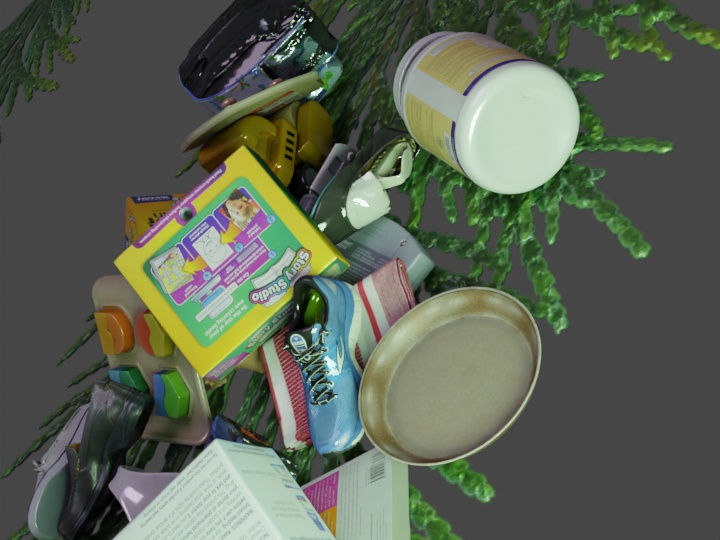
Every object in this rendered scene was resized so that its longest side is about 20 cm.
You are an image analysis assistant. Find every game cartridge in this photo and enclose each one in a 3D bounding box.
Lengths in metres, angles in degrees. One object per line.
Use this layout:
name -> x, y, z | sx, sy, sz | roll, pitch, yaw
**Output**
game cartridge -> 0.000, 0.000, 1.772 | 0.133, 0.040, 0.200 | -54, 33, -4

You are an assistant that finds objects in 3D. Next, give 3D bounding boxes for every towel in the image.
towel -> -0.019, 0.091, 1.666 | 0.200, 0.023, 0.144 | -32, 55, 23

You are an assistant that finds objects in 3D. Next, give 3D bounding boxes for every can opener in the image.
can opener -> -0.044, -0.067, 1.877 | 0.067, 0.053, 0.200 | 2, 58, 51

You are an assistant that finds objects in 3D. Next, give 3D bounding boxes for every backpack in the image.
backpack -> -0.132, -0.276, 2.112 | 0.200, 0.147, 0.183 | -41, 34, 3

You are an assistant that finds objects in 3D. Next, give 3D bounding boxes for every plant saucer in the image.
plant saucer -> 0.091, 0.108, 1.529 | 0.200, 0.032, 0.201 | -20, 47, 24

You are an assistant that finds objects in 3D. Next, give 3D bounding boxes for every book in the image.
book -> -0.042, 0.261, 1.537 | 0.200, 0.048, 0.134 | -30, 34, 24

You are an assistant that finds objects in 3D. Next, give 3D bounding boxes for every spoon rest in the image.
spoon rest -> -0.229, 0.260, 1.734 | 0.200, 0.061, 0.100 | 18, 77, 57

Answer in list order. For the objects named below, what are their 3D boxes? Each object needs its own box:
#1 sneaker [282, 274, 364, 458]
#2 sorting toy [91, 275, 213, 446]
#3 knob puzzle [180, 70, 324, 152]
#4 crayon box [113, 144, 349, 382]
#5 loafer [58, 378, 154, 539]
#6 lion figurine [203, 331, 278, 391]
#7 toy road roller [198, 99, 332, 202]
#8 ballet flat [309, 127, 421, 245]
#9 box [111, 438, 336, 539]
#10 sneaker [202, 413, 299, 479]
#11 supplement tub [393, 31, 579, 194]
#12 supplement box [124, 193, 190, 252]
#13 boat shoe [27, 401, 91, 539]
sneaker -> -0.045, 0.096, 1.610 | 0.078, 0.089, 0.200 | -22, 61, 30
sorting toy -> -0.253, 0.106, 1.844 | 0.036, 0.201, 0.185 | -15, 9, -40
knob puzzle -> -0.143, -0.206, 1.940 | 0.219, 0.031, 0.220 | -27, 0, 0
crayon box -> -0.143, -0.007, 1.723 | 0.200, 0.058, 0.173 | -41, 74, 5
loafer -> -0.312, 0.222, 1.825 | 0.200, 0.072, 0.073 | -65, -7, 2
lion figurine -> -0.129, 0.087, 1.791 | 0.200, 0.072, 0.123 | 6, 96, 43
toy road roller -> -0.123, -0.149, 1.968 | 0.123, 0.146, 0.200 | -28, 37, 27
ballet flat -> 0.010, -0.100, 1.786 | 0.068, 0.068, 0.200 | 2, 43, 35
box -> -0.119, 0.292, 1.452 | 0.184, 0.105, 0.200 | -44, 62, 14
sneaker -> -0.123, 0.215, 1.654 | 0.079, 0.075, 0.200 | -62, 17, -2
supplement tub -> 0.132, -0.179, 1.706 | 0.145, 0.145, 0.200 | -47, 32, 0
supplement box -> -0.215, -0.010, 1.924 | 0.200, 0.109, 0.110 | -134, 45, -57
boat shoe -> -0.364, 0.242, 1.901 | 0.086, 0.075, 0.202 | -14, 43, 41
